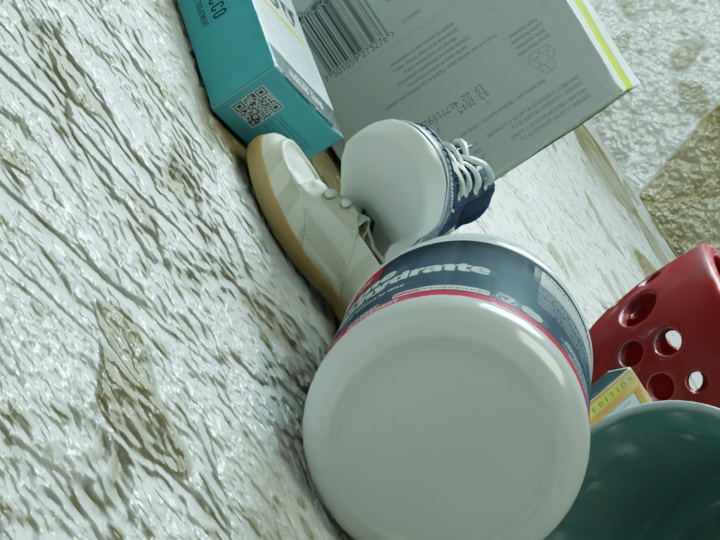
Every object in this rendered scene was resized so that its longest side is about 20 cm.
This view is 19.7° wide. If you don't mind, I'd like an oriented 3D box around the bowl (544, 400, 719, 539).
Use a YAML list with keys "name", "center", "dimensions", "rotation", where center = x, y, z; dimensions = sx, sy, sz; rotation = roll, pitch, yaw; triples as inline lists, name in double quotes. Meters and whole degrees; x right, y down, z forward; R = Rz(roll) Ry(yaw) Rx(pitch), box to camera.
- name: "bowl"
  center: [0.190, 0.179, 1.146]
  dimensions: [0.105, 0.201, 0.201]
  rotation: [19, 39, -48]

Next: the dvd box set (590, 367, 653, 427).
- name: "dvd box set"
  center: [0.159, 0.180, 1.238]
  dimensions: [0.200, 0.146, 0.029]
  rotation: [56, -26, -7]

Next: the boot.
- name: "boot"
  center: [0.040, -0.057, 1.236]
  dimensions: [0.073, 0.090, 0.200]
  rotation: [55, -17, 7]

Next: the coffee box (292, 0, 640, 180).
- name: "coffee box"
  center: [0.067, -0.164, 1.521]
  dimensions: [0.200, 0.200, 0.198]
  rotation: [58, 13, 0]

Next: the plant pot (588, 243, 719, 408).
- name: "plant pot"
  center: [0.242, 0.106, 1.584]
  dimensions: [0.200, 0.182, 0.200]
  rotation: [54, 13, -19]

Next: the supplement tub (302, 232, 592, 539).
- name: "supplement tub"
  center: [0.051, 0.061, 1.077]
  dimensions: [0.140, 0.140, 0.200]
  rotation: [56, 13, -8]

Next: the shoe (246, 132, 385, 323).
- name: "shoe"
  center: [0.000, 0.000, 1.222]
  dimensions: [0.200, 0.053, 0.070]
  rotation: [59, 13, 6]

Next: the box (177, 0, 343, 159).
- name: "box"
  center: [-0.075, -0.158, 1.316]
  dimensions: [0.082, 0.049, 0.200]
  rotation: [44, 19, -45]
